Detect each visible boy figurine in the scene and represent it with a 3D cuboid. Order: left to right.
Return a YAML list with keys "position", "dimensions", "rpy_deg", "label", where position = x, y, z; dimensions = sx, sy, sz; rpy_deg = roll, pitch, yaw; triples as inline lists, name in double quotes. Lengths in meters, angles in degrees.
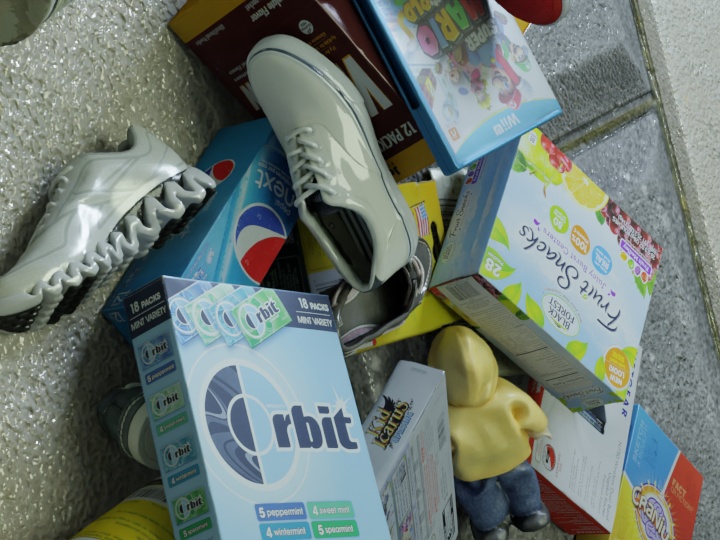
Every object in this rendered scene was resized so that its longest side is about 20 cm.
- position: [0.097, 0.138, 1.499]
  dimensions: [0.064, 0.124, 0.201]
  rpy_deg: [-117, -174, -64]
  label: "boy figurine"

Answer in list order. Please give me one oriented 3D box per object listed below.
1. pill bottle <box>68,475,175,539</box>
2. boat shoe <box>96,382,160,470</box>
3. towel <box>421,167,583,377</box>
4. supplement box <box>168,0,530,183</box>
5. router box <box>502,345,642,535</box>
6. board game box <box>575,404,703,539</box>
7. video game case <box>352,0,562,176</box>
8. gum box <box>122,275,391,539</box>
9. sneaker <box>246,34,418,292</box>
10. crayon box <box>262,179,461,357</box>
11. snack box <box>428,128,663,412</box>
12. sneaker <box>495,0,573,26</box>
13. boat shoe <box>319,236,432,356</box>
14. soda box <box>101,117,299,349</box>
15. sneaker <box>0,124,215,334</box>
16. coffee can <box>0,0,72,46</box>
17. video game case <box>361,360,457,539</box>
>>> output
- position: [-0.158, 0.221, 1.140]
  dimensions: [0.200, 0.112, 0.113]
  rpy_deg: [-33, 110, -49]
  label: "pill bottle"
- position: [-0.103, 0.106, 1.271]
  dimensions: [0.199, 0.062, 0.073]
  rpy_deg: [4, 100, -50]
  label: "boat shoe"
- position: [0.138, 0.000, 1.591]
  dimensions: [0.199, 0.034, 0.194]
  rpy_deg: [-1, 78, -37]
  label: "towel"
- position: [-0.001, -0.195, 1.367]
  dimensions: [0.200, 0.132, 0.198]
  rpy_deg: [47, 47, -16]
  label: "supplement box"
- position: [0.189, 0.120, 1.665]
  dimensions: [0.179, 0.049, 0.201]
  rpy_deg: [40, 53, -41]
  label: "router box"
- position: [0.274, 0.257, 1.759]
  dimensions: [0.153, 0.040, 0.201]
  rpy_deg: [45, 51, -39]
  label: "board game box"
- position: [0.062, -0.182, 1.310]
  dimensions: [0.143, 0.018, 0.201]
  rpy_deg: [-30, 93, -45]
  label: "video game case"
- position: [-0.065, 0.110, 1.184]
  dimensions: [0.169, 0.044, 0.201]
  rpy_deg: [8, 61, -50]
  label: "gum box"
- position: [-0.023, -0.075, 1.282]
  dimensions: [0.201, 0.073, 0.071]
  rpy_deg: [57, 36, -17]
  label: "sneaker"
- position: [0.000, 0.000, 1.438]
  dimensions: [0.199, 0.051, 0.128]
  rpy_deg: [-12, 93, -52]
  label: "crayon box"
- position: [0.164, -0.002, 1.534]
  dimensions: [0.200, 0.067, 0.169]
  rpy_deg: [40, 54, -27]
  label: "snack box"
- position: [0.064, -0.240, 1.275]
  dimensions: [0.200, 0.071, 0.113]
  rpy_deg: [48, 43, -5]
  label: "sneaker"
- position: [0.013, 0.022, 1.362]
  dimensions: [0.200, 0.057, 0.067]
  rpy_deg: [-34, 110, -50]
  label: "boat shoe"
- position: [-0.104, -0.022, 1.291]
  dimensions: [0.064, 0.067, 0.201]
  rpy_deg: [54, 45, -30]
  label: "soda box"
- position: [-0.188, -0.028, 1.193]
  dimensions: [0.081, 0.075, 0.200]
  rpy_deg: [49, 49, 1]
  label: "sneaker"
- position: [-0.200, -0.255, 1.143]
  dimensions: [0.200, 0.146, 0.147]
  rpy_deg: [-50, 122, -44]
  label: "coffee can"
- position: [0.019, 0.203, 1.370]
  dimensions: [0.201, 0.045, 0.182]
  rpy_deg: [83, 28, -43]
  label: "video game case"
